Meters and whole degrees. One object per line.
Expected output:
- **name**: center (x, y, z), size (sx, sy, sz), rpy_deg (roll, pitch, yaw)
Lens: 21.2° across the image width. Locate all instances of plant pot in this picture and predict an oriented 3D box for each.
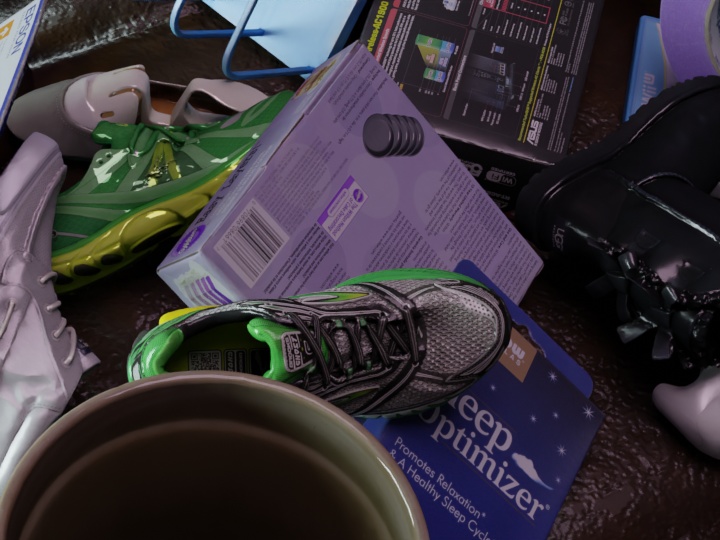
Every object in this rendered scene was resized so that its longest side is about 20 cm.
- **plant pot**: center (-0.076, 0.176, 0.928), size (0.199, 0.174, 0.200), rpy_deg (4, 52, -5)

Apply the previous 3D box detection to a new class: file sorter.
- **file sorter**: center (-0.097, -0.230, 1.239), size (0.200, 0.139, 0.123), rpy_deg (39, 25, 22)

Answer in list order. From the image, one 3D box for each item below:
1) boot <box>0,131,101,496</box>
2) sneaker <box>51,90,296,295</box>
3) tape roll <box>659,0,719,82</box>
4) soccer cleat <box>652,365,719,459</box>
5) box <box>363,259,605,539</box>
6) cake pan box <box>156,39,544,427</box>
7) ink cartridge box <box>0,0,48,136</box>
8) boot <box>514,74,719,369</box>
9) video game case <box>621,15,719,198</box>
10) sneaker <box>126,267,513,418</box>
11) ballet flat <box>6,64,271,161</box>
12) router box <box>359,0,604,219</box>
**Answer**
- **boot**: center (-0.186, 0.028, 1.074), size (0.095, 0.074, 0.200), rpy_deg (24, 78, -2)
- **sneaker**: center (-0.119, -0.062, 1.141), size (0.200, 0.074, 0.084), rpy_deg (-29, 82, -11)
- **tape roll**: center (0.294, -0.158, 1.216), size (0.200, 0.200, 0.066), rpy_deg (26, 51, 11)
- **soccer cleat**: center (0.256, 0.035, 1.169), size (0.077, 0.069, 0.200), rpy_deg (34, 57, 20)
- **box**: center (0.065, 0.094, 1.068), size (0.121, 0.032, 0.200), rpy_deg (43, 53, -16)
- **cake pan box**: center (0.000, 0.000, 1.101), size (0.184, 0.052, 0.200), rpy_deg (46, 52, -17)
- **ink cartridge box**: center (-0.253, -0.043, 1.079), size (0.041, 0.200, 0.200), rpy_deg (43, 42, -33)
- **boot**: center (0.209, -0.031, 1.162), size (0.198, 0.074, 0.162), rpy_deg (-29, 46, -27)
- **video game case**: center (0.278, -0.098, 1.307), size (0.199, 0.018, 0.143), rpy_deg (13, 52, 1)
- **sneaker**: center (-0.019, 0.046, 0.979), size (0.199, 0.085, 0.078), rpy_deg (-10, 91, -6)
- **ballet flat**: center (-0.123, -0.101, 1.210), size (0.199, 0.064, 0.068), rpy_deg (9, 51, -2)
- **router box**: center (0.073, -0.135, 1.272), size (0.149, 0.062, 0.200), rpy_deg (16, 51, 2)
